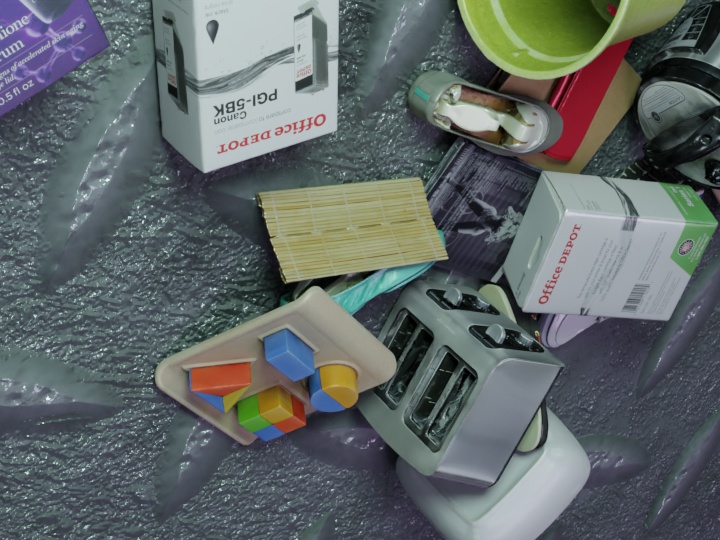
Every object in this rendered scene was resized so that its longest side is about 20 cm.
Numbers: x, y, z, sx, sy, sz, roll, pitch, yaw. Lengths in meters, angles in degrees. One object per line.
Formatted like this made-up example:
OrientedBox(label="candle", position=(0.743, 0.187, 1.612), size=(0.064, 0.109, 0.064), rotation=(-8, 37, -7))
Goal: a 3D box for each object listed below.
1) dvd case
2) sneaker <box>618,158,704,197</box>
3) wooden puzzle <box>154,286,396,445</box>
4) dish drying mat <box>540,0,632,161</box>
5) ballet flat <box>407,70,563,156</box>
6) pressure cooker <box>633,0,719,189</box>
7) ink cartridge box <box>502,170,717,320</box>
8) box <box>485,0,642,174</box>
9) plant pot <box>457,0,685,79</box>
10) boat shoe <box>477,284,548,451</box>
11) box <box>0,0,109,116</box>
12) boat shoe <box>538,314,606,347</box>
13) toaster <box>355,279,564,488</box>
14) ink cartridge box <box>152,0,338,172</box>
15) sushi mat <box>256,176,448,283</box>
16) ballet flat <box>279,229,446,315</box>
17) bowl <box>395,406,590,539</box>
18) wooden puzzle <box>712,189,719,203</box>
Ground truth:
OrientedBox(label="dvd case", position=(0.134, -0.063, 1.431), size=(0.199, 0.016, 0.149), rotation=(15, 118, -44))
OrientedBox(label="sneaker", position=(0.329, -0.071, 1.570), size=(0.198, 0.079, 0.090), rotation=(-19, 138, -18))
OrientedBox(label="wooden puzzle", position=(-0.082, 0.113, 1.323), size=(0.199, 0.047, 0.185), rotation=(-28, 140, 16))
OrientedBox(label="dish drying mat", position=(0.250, -0.214, 1.396), size=(0.076, 0.018, 0.202), rotation=(6, 115, -43))
OrientedBox(label="ballet flat", position=(0.139, -0.151, 1.320), size=(0.198, 0.064, 0.068), rotation=(12, 109, -31))
OrientedBox(label="pressure cooker", position=(0.407, -0.190, 1.439), size=(0.200, 0.178, 0.177), rotation=(-46, 144, -20))
OrientedBox(label="ink cartridge box", position=(0.279, -0.026, 1.462), size=(0.198, 0.085, 0.147), rotation=(5, 127, -20))
OrientedBox(label="box", position=(0.220, -0.190, 1.419), size=(0.164, 0.021, 0.199), rotation=(-53, 138, 5))
OrientedBox(label="plant pot", position=(0.222, -0.292, 1.242), size=(0.183, 0.200, 0.202), rotation=(-15, 130, -46))
OrientedBox(label="boat shoe", position=(0.187, 0.112, 1.495), size=(0.063, 0.203, 0.074), rotation=(9, 147, -37))
OrientedBox(label="box", position=(-0.294, -0.215, 0.910), size=(0.147, 0.104, 0.201), rotation=(-36, 137, -12))
OrientedBox(label="boat shoe", position=(0.305, 0.025, 1.615), size=(0.200, 0.067, 0.073), rotation=(-50, 138, 2))
OrientedBox(label="toaster", position=(0.101, 0.130, 1.444), size=(0.118, 0.181, 0.201), rotation=(16, 109, -41))
OrientedBox(label="ink cartridge box", position=(-0.096, -0.203, 1.101), size=(0.146, 0.083, 0.202), rotation=(-21, 131, -28))
OrientedBox(label="sushi mat", position=(-0.006, -0.043, 1.289), size=(0.198, 0.097, 0.012), rotation=(-8, 164, -32))
OrientedBox(label="ballet flat", position=(0.000, 0.000, 1.338), size=(0.199, 0.067, 0.071), rotation=(-35, 119, -8))
OrientedBox(label="bowl", position=(0.149, 0.226, 1.530), size=(0.200, 0.200, 0.075), rotation=(-43, 146, -3))
OrientedBox(label="wooden puzzle", position=(0.502, -0.163, 1.639), size=(0.186, 0.046, 0.200), rotation=(-53, 144, -5))
